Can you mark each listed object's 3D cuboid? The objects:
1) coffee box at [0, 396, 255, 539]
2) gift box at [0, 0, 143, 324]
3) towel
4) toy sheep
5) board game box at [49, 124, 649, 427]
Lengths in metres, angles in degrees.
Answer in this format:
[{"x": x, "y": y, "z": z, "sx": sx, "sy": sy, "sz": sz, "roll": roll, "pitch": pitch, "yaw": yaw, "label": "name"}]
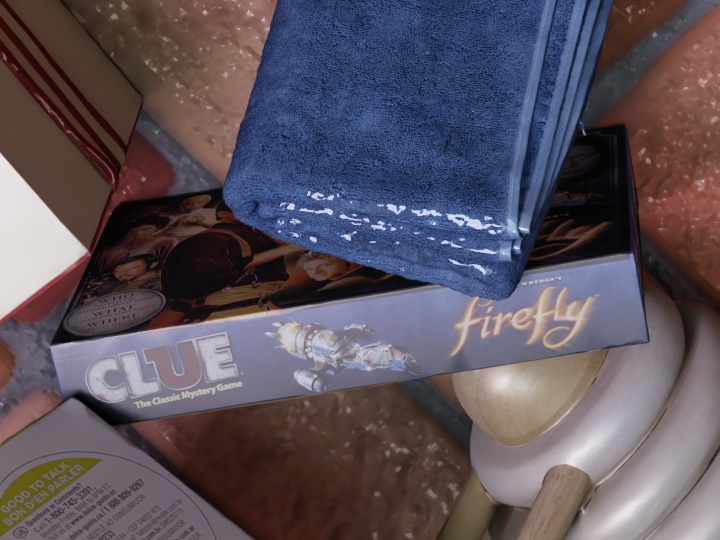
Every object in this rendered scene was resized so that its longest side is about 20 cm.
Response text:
[{"x": -0.107, "y": 0.203, "z": 0.837, "sx": 0.197, "sy": 0.200, "sz": 0.200, "roll": 36, "pitch": 130, "yaw": 14, "label": "coffee box"}, {"x": -0.210, "y": -0.047, "z": 0.898, "sx": 0.200, "sy": 0.185, "sz": 0.187, "roll": -36, "pitch": 106, "yaw": 10, "label": "gift box"}, {"x": 0.030, "y": -0.097, "z": 0.864, "sx": 0.111, "sy": 0.049, "sz": 0.201, "roll": 13, "pitch": 71, "yaw": 14, "label": "towel"}, {"x": 0.109, "y": 0.080, "z": 0.950, "sx": 0.138, "sy": 0.138, "sz": 0.200, "roll": -40, "pitch": 116, "yaw": 18, "label": "toy sheep"}, {"x": 0.000, "y": 0.000, "z": 0.924, "sx": 0.198, "sy": 0.136, "sz": 0.035, "roll": -9, "pitch": 110, "yaw": 8, "label": "board game box"}]
